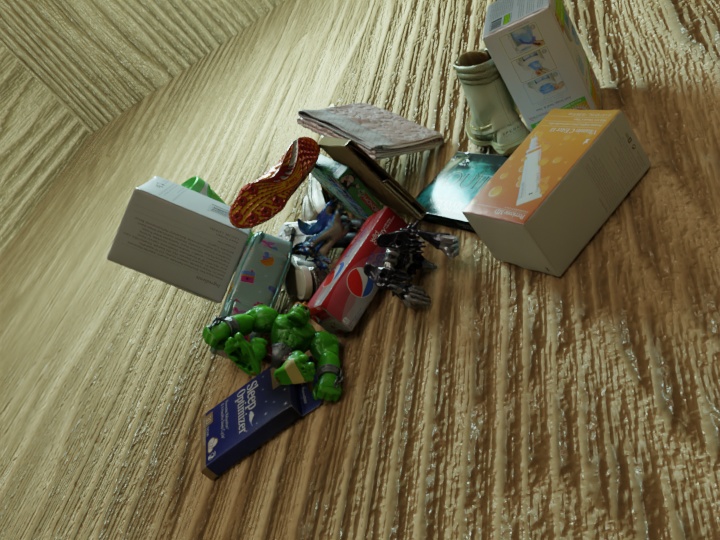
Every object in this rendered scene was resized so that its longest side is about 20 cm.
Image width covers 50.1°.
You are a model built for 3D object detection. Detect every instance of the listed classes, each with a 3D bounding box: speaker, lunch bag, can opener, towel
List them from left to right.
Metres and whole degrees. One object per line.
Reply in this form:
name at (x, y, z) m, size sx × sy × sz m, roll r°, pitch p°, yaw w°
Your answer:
speaker at (-0.273, -0.085, 1.482) m, size 0.088 × 0.200 × 0.088 m, roll -30°, pitch 30°, yaw 20°
lunch bag at (-0.182, 0.049, 1.252) m, size 0.160 × 0.077 × 0.200 m, roll 127°, pitch 164°, yaw -56°
can opener at (-0.066, -0.060, 1.351) m, size 0.200 × 0.066 × 0.053 m, roll -2°, pitch 63°, yaw 38°
towel at (0.017, -0.253, 1.368) m, size 0.200 × 0.032 × 0.191 m, roll 31°, pitch 33°, yaw 33°

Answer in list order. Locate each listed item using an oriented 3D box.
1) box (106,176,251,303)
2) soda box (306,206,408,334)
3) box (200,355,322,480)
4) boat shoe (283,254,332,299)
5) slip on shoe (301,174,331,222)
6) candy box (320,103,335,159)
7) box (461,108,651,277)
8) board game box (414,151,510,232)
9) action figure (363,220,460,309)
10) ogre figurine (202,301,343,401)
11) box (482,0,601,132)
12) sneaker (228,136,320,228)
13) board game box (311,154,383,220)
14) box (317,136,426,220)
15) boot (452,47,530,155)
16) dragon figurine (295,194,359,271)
box at (-0.299, -0.057, 1.322) m, size 0.199 × 0.200 × 0.131 m, roll -114°, pitch 47°, yaw -77°
soda box at (0.000, 0.000, 1.168) m, size 0.200 × 0.063 × 0.070 m, roll -57°, pitch 16°, yaw -25°
box at (-0.149, 0.203, 1.118) m, size 0.200 × 0.032 × 0.121 m, roll -35°, pitch 29°, yaw 9°
boat shoe at (-0.088, 0.008, 1.281) m, size 0.059 × 0.072 × 0.200 m, roll -4°, pitch 8°, yaw -16°
slip on shoe at (-0.085, -0.135, 1.464) m, size 0.061 × 0.076 × 0.200 m, roll -28°, pitch 39°, yaw 12°
candy box at (-0.024, -0.235, 1.478) m, size 0.055 × 0.115 × 0.200 m, roll -37°, pitch 29°, yaw 9°
box at (0.251, -0.105, 0.990) m, size 0.200 × 0.097 × 0.124 m, roll -48°, pitch 30°, yaw -12°
board game box at (0.173, -0.122, 1.178) m, size 0.135 × 0.028 × 0.200 m, roll -49°, pitch 30°, yaw -12°
action figure at (0.073, -0.008, 1.069) m, size 0.119 × 0.102 × 0.200 m, roll -67°, pitch -13°, yaw 7°
ogre figurine at (-0.110, 0.105, 1.088) m, size 0.200 × 0.098 × 0.120 m, roll 6°, pitch 27°, yaw 14°
box at (0.270, -0.302, 1.128) m, size 0.101 × 0.200 × 0.113 m, roll -18°, pitch 34°, yaw 29°
sneaker at (-0.137, -0.135, 1.270) m, size 0.200 × 0.073 × 0.077 m, roll -45°, pitch -2°, yaw -21°
board game box at (-0.027, -0.140, 1.333) m, size 0.029 × 0.135 × 0.200 m, roll -46°, pitch 30°, yaw -4°
box at (0.014, -0.151, 1.223) m, size 0.021 × 0.163 × 0.200 m, roll -49°, pitch 18°, yaw 0°
boot at (0.192, -0.271, 1.210) m, size 0.073 × 0.156 × 0.200 m, roll -28°, pitch 21°, yaw 2°
dragon figurine at (-0.064, -0.065, 1.233) m, size 0.099 × 0.059 × 0.200 m, roll -34°, pitch 26°, yaw 0°
